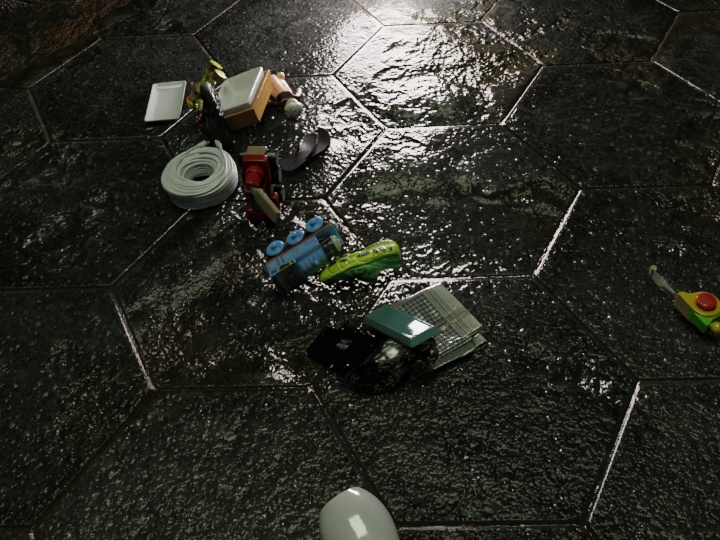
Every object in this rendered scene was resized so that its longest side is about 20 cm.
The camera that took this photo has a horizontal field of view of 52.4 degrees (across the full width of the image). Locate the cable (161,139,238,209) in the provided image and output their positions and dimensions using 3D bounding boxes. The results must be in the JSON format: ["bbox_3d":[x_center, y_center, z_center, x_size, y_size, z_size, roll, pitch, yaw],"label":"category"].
[{"bbox_3d":[-0.421,-0.244,1.917,0.198,0.070,0.200,-27,51,-18],"label":"cable"}]

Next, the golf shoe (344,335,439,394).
[{"bbox_3d":[0.061,0.178,1.468,0.197,0.078,0.095,-22,29,9],"label":"golf shoe"}]

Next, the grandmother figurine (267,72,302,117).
[{"bbox_3d":[-0.227,-0.515,2.165,0.120,0.061,0.201,-30,48,-7],"label":"grandmother figurine"}]

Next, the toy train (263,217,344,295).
[{"bbox_3d":[-0.128,-0.036,1.663,0.198,0.087,0.115,-30,43,0],"label":"toy train"}]

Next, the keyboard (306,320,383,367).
[{"bbox_3d":[-0.021,0.156,1.493,0.199,0.040,0.104,7,48,51],"label":"keyboard"}]

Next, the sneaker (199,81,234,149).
[{"bbox_3d":[-0.405,-0.411,1.987,0.078,0.202,0.076,-14,37,3],"label":"sneaker"}]

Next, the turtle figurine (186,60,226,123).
[{"bbox_3d":[-0.465,-0.534,2.142,0.064,0.162,0.201,28,26,-32],"label":"turtle figurine"}]

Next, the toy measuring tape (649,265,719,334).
[{"bbox_3d":[0.696,0.055,1.541,0.073,0.074,0.201,-19,48,-13],"label":"toy measuring tape"}]

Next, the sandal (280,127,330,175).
[{"bbox_3d":[-0.145,-0.330,1.992,0.075,0.043,0.201,21,52,23],"label":"sandal"}]

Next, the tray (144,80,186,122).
[{"bbox_3d":[-0.585,-0.506,2.209,0.105,0.022,0.202,-5,46,-1],"label":"tray"}]

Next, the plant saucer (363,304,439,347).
[{"bbox_3d":[0.077,0.108,1.483,0.069,0.019,0.199,-27,23,-21],"label":"plant saucer"}]

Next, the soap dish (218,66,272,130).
[{"bbox_3d":[-0.340,-0.486,2.103,0.155,0.082,0.202,-13,42,24],"label":"soap dish"}]

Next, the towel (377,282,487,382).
[{"bbox_3d":[0.144,0.123,1.547,0.190,0.035,0.201,-24,50,-17],"label":"towel"}]

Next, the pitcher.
[{"bbox_3d":[-0.005,0.474,1.184,0.170,0.122,0.201,-33,62,-5],"label":"pitcher"}]

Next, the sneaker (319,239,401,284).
[{"bbox_3d":[0.000,0.000,1.646,0.197,0.084,0.074,-18,25,13],"label":"sneaker"}]

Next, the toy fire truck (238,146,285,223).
[{"bbox_3d":[-0.234,-0.175,1.762,0.126,0.178,0.202,2,47,6],"label":"toy fire truck"}]
